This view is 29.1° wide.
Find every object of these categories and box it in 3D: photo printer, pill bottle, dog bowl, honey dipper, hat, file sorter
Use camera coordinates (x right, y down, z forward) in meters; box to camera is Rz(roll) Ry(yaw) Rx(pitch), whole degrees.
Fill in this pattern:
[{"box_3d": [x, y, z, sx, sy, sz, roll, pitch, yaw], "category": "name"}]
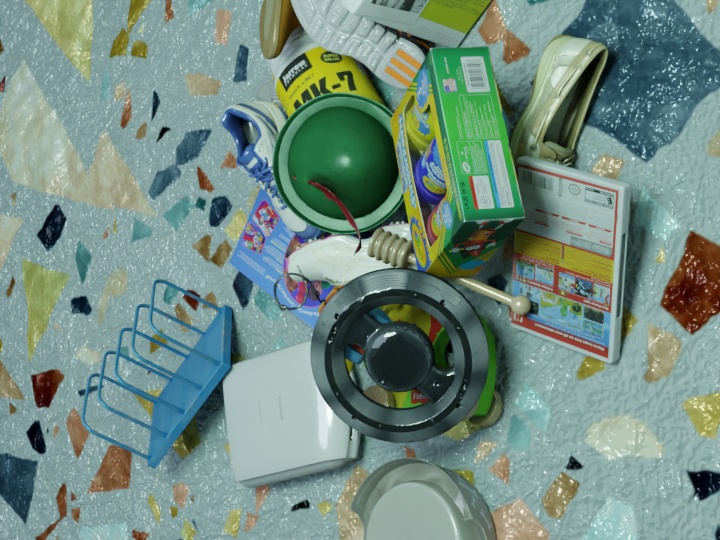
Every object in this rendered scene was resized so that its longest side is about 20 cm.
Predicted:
[{"box_3d": [-0.084, 0.179, 1.769, 0.199, 0.069, 0.168, -18, 73, 39], "category": "photo printer"}, {"box_3d": [-0.039, -0.216, 1.745, 0.114, 0.114, 0.201, -45, 58, 28], "category": "pill bottle"}, {"box_3d": [0.073, 0.319, 1.621, 0.199, 0.058, 0.202, -6, 81, 42], "category": "dog bowl"}, {"box_3d": [0.102, 0.003, 1.573, 0.199, 0.038, 0.038, 22, 100, 20], "category": "honey dipper"}, {"box_3d": [-0.031, -0.128, 1.560, 0.199, 0.176, 0.166, 29, 92, 14], "category": "hat"}, {"box_3d": [-0.276, 0.134, 1.877, 0.200, 0.122, 0.139, -53, 21, 25], "category": "file sorter"}]

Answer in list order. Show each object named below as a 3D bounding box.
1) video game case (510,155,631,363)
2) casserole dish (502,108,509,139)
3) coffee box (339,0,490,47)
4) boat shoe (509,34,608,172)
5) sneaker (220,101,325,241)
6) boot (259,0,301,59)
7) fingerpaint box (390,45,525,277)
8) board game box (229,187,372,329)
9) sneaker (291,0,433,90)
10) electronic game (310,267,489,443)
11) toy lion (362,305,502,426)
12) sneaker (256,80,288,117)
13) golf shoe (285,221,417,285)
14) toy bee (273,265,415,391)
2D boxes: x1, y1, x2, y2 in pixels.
[{"box_3d": [0.224, -0.013, 1.504, 0.143, 0.017, 0.201, 21, 120, 41], "category": "video game case"}, {"box_3d": [0.125, -0.168, 1.597, 0.200, 0.039, 0.122, -114, 25, -51], "category": "casserole dish"}, {"box_3d": [0.057, -0.412, 1.624, 0.198, 0.199, 0.200, -53, 55, 23], "category": "coffee box"}, {"box_3d": [0.219, -0.158, 1.537, 0.063, 0.073, 0.202, 22, 95, 44], "category": "boat shoe"}, {"box_3d": [-0.111, -0.120, 1.713, 0.075, 0.088, 0.201, -43, 66, 33], "category": "sneaker"}, {"box_3d": [-0.046, -0.331, 1.725, 0.071, 0.143, 0.202, 136, 144, -54], "category": "boot"}, {"box_3d": [0.099, -0.114, 1.503, 0.167, 0.073, 0.201, 124, 139, -65], "category": "fingerpaint box"}, {"box_3d": [-0.073, -0.021, 1.799, 0.200, 0.045, 0.135, 36, 108, 38], "category": "board game box"}, {"box_3d": [0.005, -0.298, 1.690, 0.200, 0.112, 0.078, 40, 115, -4], "category": "sneaker"}, {"box_3d": [0.043, 0.095, 1.535, 0.198, 0.042, 0.201, 2, 105, 7], "category": "electronic game"}, {"box_3d": [0.075, 0.089, 1.651, 0.199, 0.068, 0.193, -8, 72, 41], "category": "toy lion"}, {"box_3d": [-0.088, -0.177, 1.805, 0.075, 0.082, 0.201, -48, 56, 27], "category": "sneaker"}, {"box_3d": [0.000, 0.000, 1.659, 0.199, 0.075, 0.092, -11, 71, 24], "category": "golf shoe"}, {"box_3d": [-0.002, 0.052, 1.601, 0.130, 0.109, 0.201, -32, 104, 6], "category": "toy bee"}]
